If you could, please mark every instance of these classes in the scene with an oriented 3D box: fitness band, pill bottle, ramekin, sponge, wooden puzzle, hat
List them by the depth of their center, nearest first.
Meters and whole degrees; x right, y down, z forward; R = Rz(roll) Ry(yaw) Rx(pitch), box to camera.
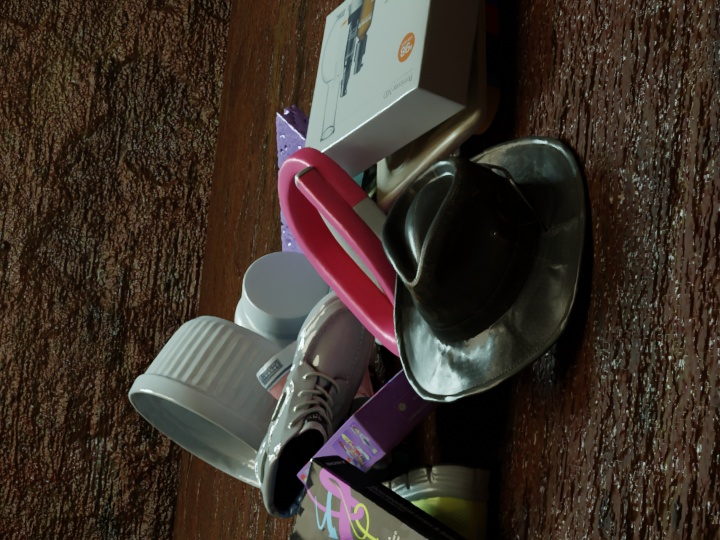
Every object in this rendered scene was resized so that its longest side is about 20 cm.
[{"bbox_3d":[0.064,-0.017,0.925,0.200,0.081,0.202,-31,43,35],"label":"hat"},{"bbox_3d":[-0.006,-0.013,1.130,0.200,0.037,0.144,49,161,26],"label":"fitness band"},{"bbox_3d":[0.068,-0.158,1.165,0.185,0.046,0.202,-40,39,56],"label":"wooden puzzle"},{"bbox_3d":[-0.128,0.134,1.411,0.106,0.199,0.200,-60,5,-20],"label":"ramekin"},{"bbox_3d":[-0.047,-0.068,1.485,0.111,0.030,0.202,41,146,36],"label":"sponge"},{"bbox_3d":[-0.084,0.080,1.534,0.201,0.113,0.115,94,173,-48],"label":"pill bottle"}]

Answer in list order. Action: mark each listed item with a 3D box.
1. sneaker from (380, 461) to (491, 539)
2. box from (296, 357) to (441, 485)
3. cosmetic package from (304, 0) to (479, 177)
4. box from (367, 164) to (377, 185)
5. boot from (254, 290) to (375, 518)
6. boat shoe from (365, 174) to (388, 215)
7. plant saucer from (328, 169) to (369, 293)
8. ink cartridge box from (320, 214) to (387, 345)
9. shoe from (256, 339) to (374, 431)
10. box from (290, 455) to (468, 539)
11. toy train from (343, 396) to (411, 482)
[{"bbox_3d":[0.023,0.209,1.046,0.199,0.077,0.091,-30,60,48],"label":"sneaker"},{"bbox_3d":[0.029,0.109,1.068,0.137,0.039,0.200,-40,-6,-24],"label":"box"},{"bbox_3d":[0.025,-0.176,1.139,0.200,0.051,0.153,-27,52,57],"label":"cosmetic package"},{"bbox_3d":[-0.012,-0.137,1.558,0.161,0.043,0.202,118,155,-59],"label":"box"},{"bbox_3d":[-0.034,0.119,1.198,0.096,0.073,0.202,-122,51,-75],"label":"boot"},{"bbox_3d":[0.025,-0.056,1.300,0.201,0.062,0.074,-126,44,-72],"label":"boat shoe"},{"bbox_3d":[-0.007,-0.066,1.363,0.070,0.019,0.202,-73,-7,-60],"label":"plant saucer"},{"bbox_3d":[0.000,0.000,1.236,0.163,0.050,0.200,62,180,-18],"label":"ink cartridge box"},{"bbox_3d":[-0.018,0.097,1.344,0.071,0.091,0.200,-43,-6,31],"label":"shoe"},{"bbox_3d":[0.023,0.236,0.954,0.199,0.036,0.145,27,108,38],"label":"box"},{"bbox_3d":[-0.002,0.211,1.263,0.115,0.084,0.201,-79,4,-48],"label":"toy train"}]
